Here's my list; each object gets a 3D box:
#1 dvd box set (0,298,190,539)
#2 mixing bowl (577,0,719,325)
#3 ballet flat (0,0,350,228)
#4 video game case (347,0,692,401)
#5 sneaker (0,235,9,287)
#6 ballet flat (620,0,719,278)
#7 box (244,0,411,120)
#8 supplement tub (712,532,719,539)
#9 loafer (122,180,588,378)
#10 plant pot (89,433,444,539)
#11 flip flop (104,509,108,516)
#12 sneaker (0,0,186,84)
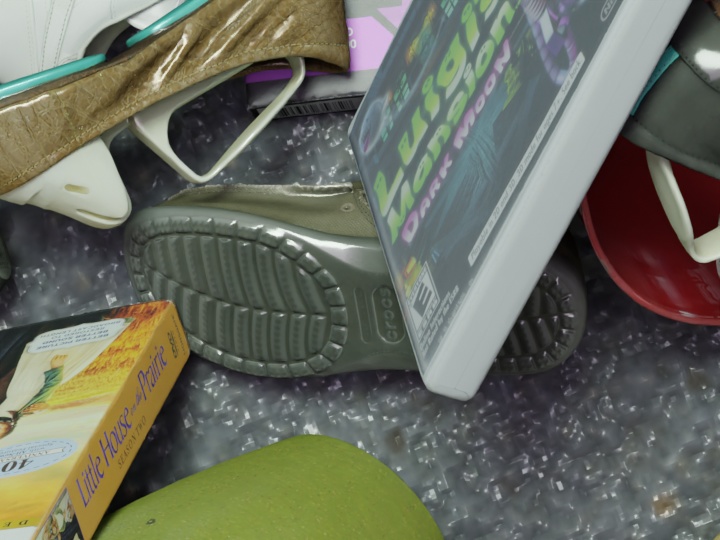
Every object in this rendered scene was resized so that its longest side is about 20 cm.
[{"bbox_3d":[-0.156,0.074,0.834,0.145,0.200,0.030,-11,111,15],"label":"dvd box set"},{"bbox_3d":[0.139,-0.092,0.852,0.200,0.200,0.108,-44,41,-1],"label":"mixing bowl"},{"bbox_3d":[-0.088,-0.062,0.872,0.199,0.068,0.073,-28,97,-17],"label":"ballet flat"},{"bbox_3d":[0.056,-0.085,0.790,0.023,0.182,0.201,17,118,-20],"label":"video game case"},{"bbox_3d":[-0.227,-0.060,0.916,0.079,0.075,0.201,-34,80,5],"label":"sneaker"},{"bbox_3d":[0.149,-0.023,0.790,0.068,0.200,0.068,-40,40,10],"label":"ballet flat"},{"bbox_3d":[0.015,-0.171,0.931,0.141,0.036,0.202,-6,82,5],"label":"box"},{"bbox_3d":[0.192,0.141,0.823,0.144,0.144,0.200,44,89,9],"label":"supplement tub"},{"bbox_3d":[0.000,0.000,0.905,0.198,0.070,0.076,8,121,16],"label":"loafer"},{"bbox_3d":[-0.059,0.156,0.823,0.187,0.188,0.200,40,52,8],"label":"plant pot"},{"bbox_3d":[-0.165,0.158,0.907,0.081,0.058,0.201,25,102,3],"label":"flip flop"},{"bbox_3d":[-0.093,-0.156,0.923,0.099,0.075,0.201,34,102,3],"label":"sneaker"}]
